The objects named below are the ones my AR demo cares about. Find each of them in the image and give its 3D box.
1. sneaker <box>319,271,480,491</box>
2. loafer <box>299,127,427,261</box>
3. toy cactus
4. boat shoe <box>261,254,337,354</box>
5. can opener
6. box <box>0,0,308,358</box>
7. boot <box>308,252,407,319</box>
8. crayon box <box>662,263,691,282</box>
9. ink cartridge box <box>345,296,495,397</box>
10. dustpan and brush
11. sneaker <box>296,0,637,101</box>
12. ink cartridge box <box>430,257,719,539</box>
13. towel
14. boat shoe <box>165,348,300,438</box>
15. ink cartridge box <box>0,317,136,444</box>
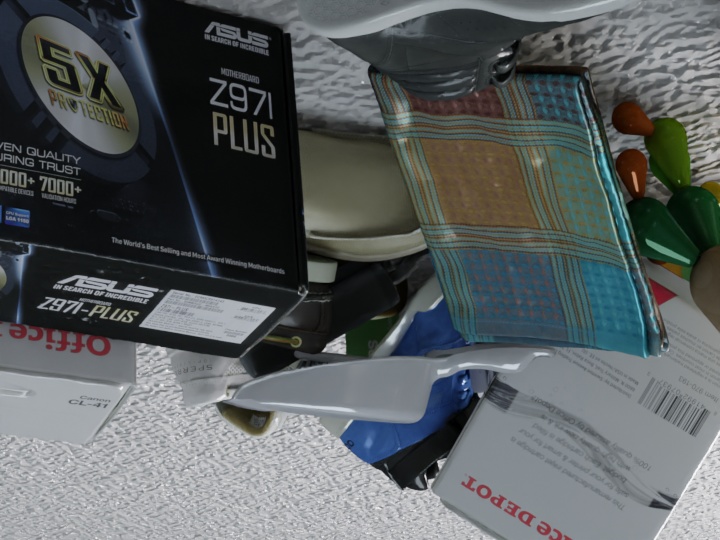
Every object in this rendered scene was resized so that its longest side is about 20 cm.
[{"bbox_3d":[0.068,0.071,1.178,0.201,0.111,0.077,-51,174,15],"label":"sneaker"},{"bbox_3d":[-0.030,-0.050,1.006,0.197,0.077,0.068,0,166,-1],"label":"loafer"},{"bbox_3d":[0.201,-0.014,0.988,0.199,0.166,0.102,21,125,-35],"label":"toy cactus"},{"bbox_3d":[-0.113,0.014,1.039,0.199,0.061,0.072,6,-175,19],"label":"boat shoe"},{"bbox_3d":[0.000,0.000,1.088,0.199,0.067,0.053,-34,-164,1],"label":"can opener"},{"bbox_3d":[-0.135,-0.057,0.842,0.198,0.166,0.086,11,148,-28],"label":"box"},{"bbox_3d":[-0.085,0.012,1.185,0.198,0.073,0.154,13,158,-35],"label":"boot"},{"bbox_3d":[0.211,0.030,1.156,0.197,0.127,0.052,-6,160,13],"label":"crayon box"},{"bbox_3d":[0.100,0.067,1.291,0.197,0.086,0.146,-5,169,14],"label":"ink cartridge box"},{"bbox_3d":[0.025,0.068,1.043,0.197,0.058,0.140,4,173,10],"label":"dustpan and brush"},{"bbox_3d":[0.076,-0.135,0.799,0.198,0.072,0.099,-5,162,29],"label":"sneaker"},{"bbox_3d":[0.158,0.094,1.083,0.144,0.202,0.083,31,-166,7],"label":"ink cartridge box"},{"bbox_3d":[0.090,-0.032,0.944,0.145,0.022,0.201,5,133,34],"label":"towel"},{"bbox_3d":[-0.079,0.089,1.200,0.070,0.070,0.199,-14,163,26],"label":"boat shoe"},{"bbox_3d":[-0.202,-0.019,0.893,0.146,0.202,0.086,10,150,-23],"label":"ink cartridge box"}]
